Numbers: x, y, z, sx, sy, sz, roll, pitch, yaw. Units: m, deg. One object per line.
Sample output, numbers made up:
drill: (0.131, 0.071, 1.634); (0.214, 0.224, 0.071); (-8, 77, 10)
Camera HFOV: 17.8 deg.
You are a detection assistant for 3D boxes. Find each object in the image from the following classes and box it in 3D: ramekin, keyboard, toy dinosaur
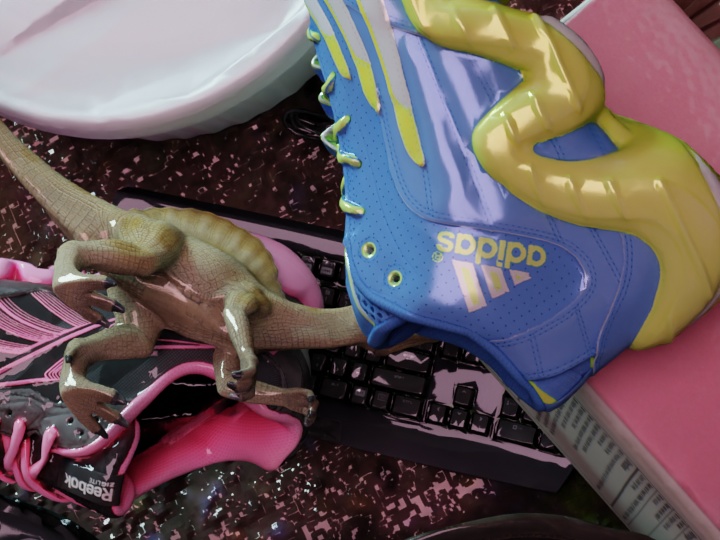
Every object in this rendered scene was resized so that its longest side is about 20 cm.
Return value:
ramekin: (-0.079, -0.140, 0.852); (0.201, 0.094, 0.204); (-2, 79, 11)
keyboard: (0.000, 0.000, 0.850); (0.198, 0.021, 0.128); (12, 83, 13)
toy dinosaur: (-0.070, 0.001, 0.760); (0.199, 0.101, 0.058); (28, 125, 0)

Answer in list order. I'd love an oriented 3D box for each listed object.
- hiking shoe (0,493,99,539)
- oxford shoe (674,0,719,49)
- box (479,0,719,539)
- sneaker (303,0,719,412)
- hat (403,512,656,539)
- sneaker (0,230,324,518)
hiking shoe: (-0.117, 0.131, 0.823); (0.199, 0.074, 0.087); (19, 84, 14)
oxford shoe: (0.136, -0.145, 0.834); (0.074, 0.070, 0.202); (0, 72, -21)
box: (0.112, 0.021, 0.754); (0.109, 0.128, 0.200); (-41, 80, -7)
sneaker: (0.014, -0.042, 0.667); (0.200, 0.076, 0.105); (44, 83, 9)
hat: (0.032, 0.143, 0.775); (0.199, 0.081, 0.202); (-2, 120, -4)
sneaker: (-0.107, 0.046, 0.789); (0.198, 0.079, 0.096); (-10, 44, -1)
